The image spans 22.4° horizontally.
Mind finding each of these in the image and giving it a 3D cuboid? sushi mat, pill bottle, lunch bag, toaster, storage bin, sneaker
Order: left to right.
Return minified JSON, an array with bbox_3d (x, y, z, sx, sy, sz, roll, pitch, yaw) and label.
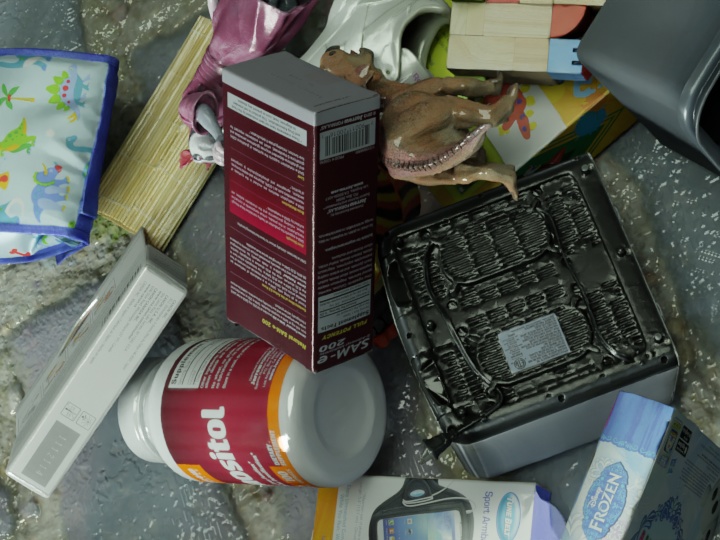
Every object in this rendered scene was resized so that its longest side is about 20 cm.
[{"bbox_3d":[-0.297,-0.098,1.565,0.200,0.127,0.170,-4,71,35],"label":"lunch bag"},{"bbox_3d":[-0.153,-0.120,1.566,0.096,0.012,0.200,31,89,30],"label":"sushi mat"},{"bbox_3d":[-0.088,0.108,1.392,0.200,0.113,0.113,-4,71,40],"label":"pill bottle"},{"bbox_3d":[-0.006,-0.140,1.382,0.100,0.075,0.200,32,91,32],"label":"sneaker"},{"bbox_3d":[0.114,0.040,1.308,0.200,0.119,0.181,-21,64,2],"label":"toaster"},{"bbox_3d":[0.255,-0.140,1.279,0.134,0.200,0.146,31,88,40],"label":"storage bin"}]

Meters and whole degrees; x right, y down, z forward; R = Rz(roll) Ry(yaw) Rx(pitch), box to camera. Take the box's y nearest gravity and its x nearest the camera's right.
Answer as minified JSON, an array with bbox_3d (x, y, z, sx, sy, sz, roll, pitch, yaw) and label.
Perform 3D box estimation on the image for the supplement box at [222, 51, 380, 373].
[{"bbox_3d":[-0.043,-0.041,1.280,0.109,0.061,0.200,30,128,43],"label":"supplement box"}]

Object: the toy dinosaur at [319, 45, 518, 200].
[{"bbox_3d":[0.036,-0.097,1.276,0.135,0.200,0.086,-1,109,-9],"label":"toy dinosaur"}]

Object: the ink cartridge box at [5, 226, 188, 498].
[{"bbox_3d":[-0.213,0.069,1.475,0.045,0.176,0.200,34,95,-12],"label":"ink cartridge box"}]

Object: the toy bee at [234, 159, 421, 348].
[{"bbox_3d":[0.000,0.000,1.413,0.109,0.200,0.131,41,56,4],"label":"toy bee"}]

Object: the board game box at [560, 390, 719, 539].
[{"bbox_3d":[0.178,0.196,1.193,0.043,0.200,0.199,18,81,27],"label":"board game box"}]

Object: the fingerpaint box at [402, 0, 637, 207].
[{"bbox_3d":[0.096,-0.148,1.420,0.167,0.073,0.200,-41,61,9],"label":"fingerpaint box"}]

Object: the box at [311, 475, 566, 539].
[{"bbox_3d":[0.059,0.214,1.339,0.200,0.041,0.119,1,73,24],"label":"box"}]

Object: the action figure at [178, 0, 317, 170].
[{"bbox_3d":[-0.110,-0.169,1.481,0.149,0.134,0.200,39,114,16],"label":"action figure"}]

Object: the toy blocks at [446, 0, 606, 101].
[{"bbox_3d":[0.141,-0.214,1.332,0.137,0.100,0.200,5,86,17],"label":"toy blocks"}]
